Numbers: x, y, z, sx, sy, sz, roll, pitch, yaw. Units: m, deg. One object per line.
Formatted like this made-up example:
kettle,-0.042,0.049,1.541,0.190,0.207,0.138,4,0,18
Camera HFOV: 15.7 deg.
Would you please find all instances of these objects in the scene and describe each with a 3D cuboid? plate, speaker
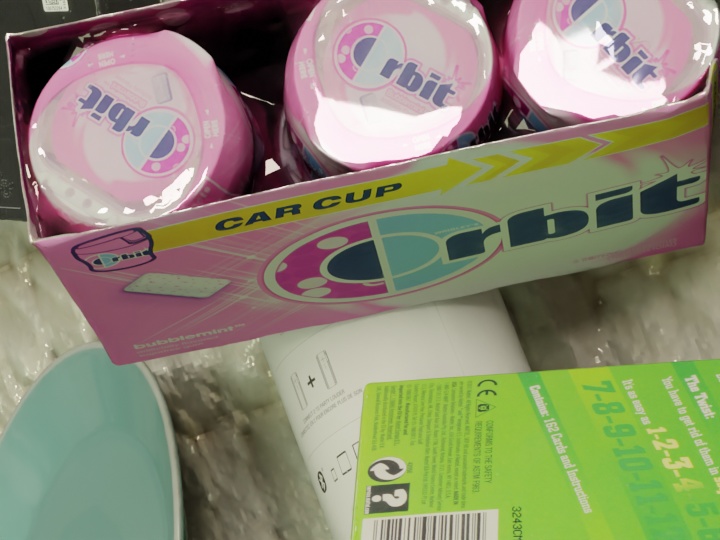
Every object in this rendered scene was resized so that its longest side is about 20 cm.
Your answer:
plate,-0.110,0.128,1.018,0.200,0.025,0.202,-31,52,50
speaker,0.000,0.000,0.845,0.081,0.081,0.201,-42,62,43

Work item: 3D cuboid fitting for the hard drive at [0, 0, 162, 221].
hard drive,-0.135,-0.120,0.993,0.139,0.038,0.202,3,107,43

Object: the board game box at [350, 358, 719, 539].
board game box,0.097,0.061,0.729,0.198,0.096,0.030,-6,124,9

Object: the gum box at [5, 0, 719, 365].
gum box,0.009,-0.038,0.754,0.114,0.198,0.067,73,-174,-70

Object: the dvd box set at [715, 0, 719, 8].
dvd box set,0.187,-0.067,0.652,0.199,0.030,0.146,-1,140,44
